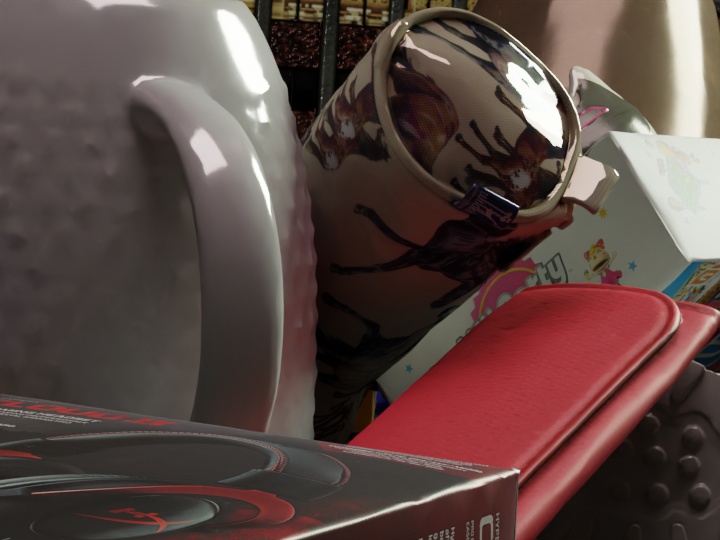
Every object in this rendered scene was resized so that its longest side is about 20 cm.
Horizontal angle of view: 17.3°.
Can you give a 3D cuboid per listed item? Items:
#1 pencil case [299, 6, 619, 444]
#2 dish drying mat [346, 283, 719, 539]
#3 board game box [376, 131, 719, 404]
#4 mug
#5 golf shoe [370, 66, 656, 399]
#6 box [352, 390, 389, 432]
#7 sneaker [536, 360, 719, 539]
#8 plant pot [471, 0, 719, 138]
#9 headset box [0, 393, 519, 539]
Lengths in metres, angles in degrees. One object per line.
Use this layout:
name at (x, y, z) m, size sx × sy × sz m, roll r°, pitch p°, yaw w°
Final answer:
pencil case at (0.000, 0.000, 0.820) m, size 0.078 × 0.089 × 0.200 m, roll -45°, pitch -3°, yaw -43°
dish drying mat at (0.033, 0.053, 0.704) m, size 0.077 × 0.018 × 0.200 m, roll 5°, pitch 29°, yaw 33°
board game box at (0.122, 0.015, 0.935) m, size 0.200 × 0.064 × 0.148 m, roll -1°, pitch -36°, yaw -48°
mug at (-0.074, 0.003, 0.721) m, size 0.147 × 0.176 × 0.200 m, roll 1°, pitch 6°, yaw -26°
golf shoe at (0.038, -0.012, 0.972) m, size 0.200 × 0.088 × 0.077 m, roll -24°, pitch -21°, yaw -18°
box at (-0.081, 0.042, 1.028) m, size 0.200 × 0.042 × 0.119 m, roll 0°, pitch 6°, yaw -15°
sneaker at (0.122, 0.069, 0.802) m, size 0.200 × 0.077 × 0.081 m, roll 8°, pitch -6°, yaw 2°
plant pot at (0.106, -0.056, 1.138) m, size 0.200 × 0.175 × 0.200 m, roll 11°, pitch -20°, yaw 4°
headset box at (-0.067, 0.076, 0.490) m, size 0.148 × 0.075 × 0.200 m, roll 6°, pitch 6°, yaw 29°
